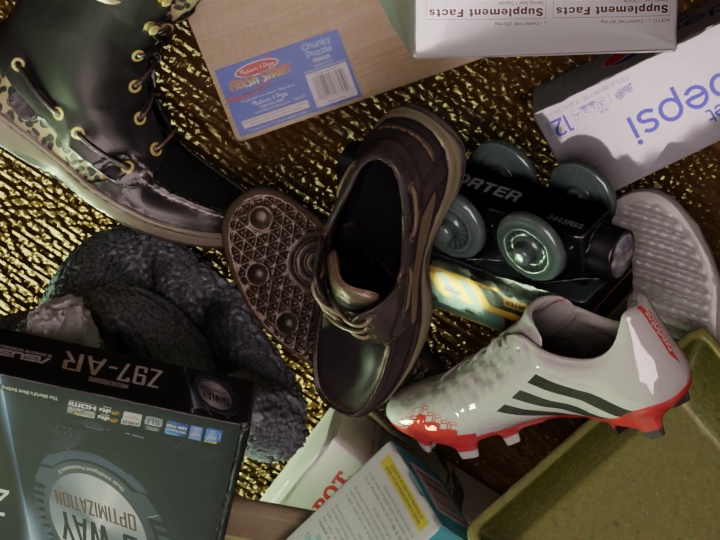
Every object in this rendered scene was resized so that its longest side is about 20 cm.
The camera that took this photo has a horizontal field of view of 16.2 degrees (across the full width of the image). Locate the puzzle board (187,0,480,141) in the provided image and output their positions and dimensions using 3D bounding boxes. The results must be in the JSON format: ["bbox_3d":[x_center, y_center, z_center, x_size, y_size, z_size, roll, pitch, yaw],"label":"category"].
[{"bbox_3d":[-0.009,-0.178,1.522,0.200,0.017,0.151,-18,108,10],"label":"puzzle board"}]

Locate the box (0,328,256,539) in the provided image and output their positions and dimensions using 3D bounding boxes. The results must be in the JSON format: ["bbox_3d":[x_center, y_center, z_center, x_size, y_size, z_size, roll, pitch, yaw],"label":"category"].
[{"bbox_3d":[-0.170,0.115,1.401,0.200,0.044,0.160,13,123,-3],"label":"box"}]

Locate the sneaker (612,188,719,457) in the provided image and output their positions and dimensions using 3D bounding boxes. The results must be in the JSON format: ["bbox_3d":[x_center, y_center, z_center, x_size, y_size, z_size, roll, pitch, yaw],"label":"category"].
[{"bbox_3d":[0.198,0.040,1.551,0.078,0.079,0.200,-16,100,17],"label":"sneaker"}]

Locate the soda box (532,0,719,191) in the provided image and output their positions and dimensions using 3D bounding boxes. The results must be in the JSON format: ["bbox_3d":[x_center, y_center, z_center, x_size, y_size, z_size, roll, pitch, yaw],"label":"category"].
[{"bbox_3d":[0.204,-0.116,1.503,0.200,0.063,0.068,-27,106,12],"label":"soda box"}]

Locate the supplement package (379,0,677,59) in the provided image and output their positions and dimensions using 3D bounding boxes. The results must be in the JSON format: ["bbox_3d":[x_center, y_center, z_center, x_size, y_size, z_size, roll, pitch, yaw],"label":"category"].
[{"bbox_3d":[0.089,-0.233,1.390,0.147,0.191,0.200,-1,107,-5],"label":"supplement package"}]

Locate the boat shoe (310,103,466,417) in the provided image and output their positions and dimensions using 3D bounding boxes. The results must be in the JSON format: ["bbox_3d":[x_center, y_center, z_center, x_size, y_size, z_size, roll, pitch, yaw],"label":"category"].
[{"bbox_3d":[0.000,0.000,1.448,0.074,0.073,0.200,25,121,23],"label":"boat shoe"}]

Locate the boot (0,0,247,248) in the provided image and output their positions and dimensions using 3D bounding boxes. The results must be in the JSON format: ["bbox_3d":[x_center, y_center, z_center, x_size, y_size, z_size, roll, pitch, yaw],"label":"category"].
[{"bbox_3d":[-0.130,-0.114,1.515,0.200,0.073,0.151,31,117,0],"label":"boot"}]

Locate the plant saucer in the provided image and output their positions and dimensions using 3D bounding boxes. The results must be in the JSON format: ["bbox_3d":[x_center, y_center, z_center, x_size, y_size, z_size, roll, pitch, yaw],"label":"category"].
[{"bbox_3d":[0.186,0.171,1.476,0.200,0.048,0.200,-39,87,-20],"label":"plant saucer"}]

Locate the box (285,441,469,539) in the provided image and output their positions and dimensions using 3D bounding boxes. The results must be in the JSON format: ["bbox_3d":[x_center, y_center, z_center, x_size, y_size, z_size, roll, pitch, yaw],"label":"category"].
[{"bbox_3d":[-0.024,0.200,1.482,0.200,0.082,0.049,-44,130,11],"label":"box"}]

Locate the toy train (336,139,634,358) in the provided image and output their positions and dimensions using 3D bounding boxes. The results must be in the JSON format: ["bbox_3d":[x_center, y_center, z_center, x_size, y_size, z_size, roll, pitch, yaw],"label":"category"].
[{"bbox_3d":[0.073,-0.016,1.505,0.200,0.085,0.114,19,133,29],"label":"toy train"}]

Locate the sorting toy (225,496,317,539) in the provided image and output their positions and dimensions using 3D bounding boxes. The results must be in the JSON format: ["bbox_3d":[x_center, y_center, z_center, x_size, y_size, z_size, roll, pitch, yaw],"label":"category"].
[{"bbox_3d":[-0.099,0.208,1.532,0.200,0.036,0.185,17,115,-33],"label":"sorting toy"}]

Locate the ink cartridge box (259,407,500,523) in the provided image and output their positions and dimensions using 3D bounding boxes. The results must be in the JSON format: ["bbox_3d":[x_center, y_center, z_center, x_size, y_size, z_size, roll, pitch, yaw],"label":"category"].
[{"bbox_3d":[0.026,0.196,1.610,0.200,0.084,0.146,35,108,-8],"label":"ink cartridge box"}]

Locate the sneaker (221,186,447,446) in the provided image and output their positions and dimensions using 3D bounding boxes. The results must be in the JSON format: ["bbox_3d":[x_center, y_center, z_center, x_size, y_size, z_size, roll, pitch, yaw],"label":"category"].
[{"bbox_3d":[-0.019,0.028,1.554,0.070,0.076,0.200,-40,106,-1],"label":"sneaker"}]

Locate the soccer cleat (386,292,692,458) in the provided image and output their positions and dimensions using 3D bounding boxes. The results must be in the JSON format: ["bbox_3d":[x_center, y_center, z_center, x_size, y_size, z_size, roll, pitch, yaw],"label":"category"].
[{"bbox_3d":[0.095,0.055,1.447,0.200,0.069,0.085,-6,118,37],"label":"soccer cleat"}]

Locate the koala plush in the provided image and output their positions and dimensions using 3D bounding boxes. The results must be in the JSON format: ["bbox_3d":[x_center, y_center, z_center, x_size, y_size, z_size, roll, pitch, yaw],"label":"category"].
[{"bbox_3d":[-0.171,0.066,1.497,0.177,0.200,0.184,-35,75,35],"label":"koala plush"}]
